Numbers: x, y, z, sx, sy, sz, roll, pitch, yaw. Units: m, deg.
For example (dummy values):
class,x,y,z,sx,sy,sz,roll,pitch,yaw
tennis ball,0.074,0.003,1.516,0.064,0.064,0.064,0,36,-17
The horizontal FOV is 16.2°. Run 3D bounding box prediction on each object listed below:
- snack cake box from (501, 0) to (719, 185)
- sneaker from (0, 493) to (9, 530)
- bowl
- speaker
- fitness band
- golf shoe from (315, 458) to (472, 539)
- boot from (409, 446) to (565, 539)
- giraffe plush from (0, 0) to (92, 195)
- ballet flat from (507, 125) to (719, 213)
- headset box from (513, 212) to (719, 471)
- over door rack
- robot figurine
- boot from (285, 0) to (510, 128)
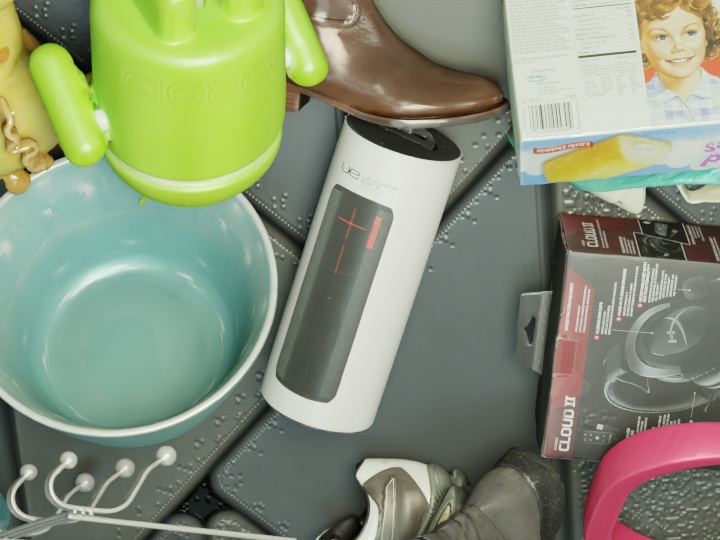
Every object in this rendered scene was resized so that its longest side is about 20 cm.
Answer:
class,x,y,z,sx,sy,sz,roll,pitch,yaw
snack cake box,0.191,-0.125,1.567,0.200,0.067,0.115,-5,66,2
sneaker,-0.349,0.149,1.695,0.200,0.080,0.131,42,104,-13
bowl,-0.149,0.033,1.609,0.201,0.201,0.105,-3,152,1
speaker,0.000,0.000,1.638,0.081,0.081,0.200,16,110,-6
fitness band,0.222,0.155,1.663,0.144,0.037,0.200,7,150,-1
golf shoe,0.006,0.218,1.727,0.094,0.078,0.200,19,99,-4
boot,0.077,0.222,1.678,0.070,0.132,0.200,20,136,38
giraffe plush,-0.234,-0.132,1.557,0.172,0.200,0.162,-18,138,23
ballet flat,0.195,-0.069,1.621,0.200,0.067,0.070,-4,125,4
headset box,0.202,0.048,1.657,0.200,0.077,0.149,4,111,-1
over door rack,-0.137,0.163,1.659,0.200,0.148,0.067,21,70,-23
robot figurine,-0.102,-0.119,1.514,0.175,0.116,0.200,-23,145,-20
boot,0.010,-0.195,1.576,0.186,0.064,0.200,5,107,0
